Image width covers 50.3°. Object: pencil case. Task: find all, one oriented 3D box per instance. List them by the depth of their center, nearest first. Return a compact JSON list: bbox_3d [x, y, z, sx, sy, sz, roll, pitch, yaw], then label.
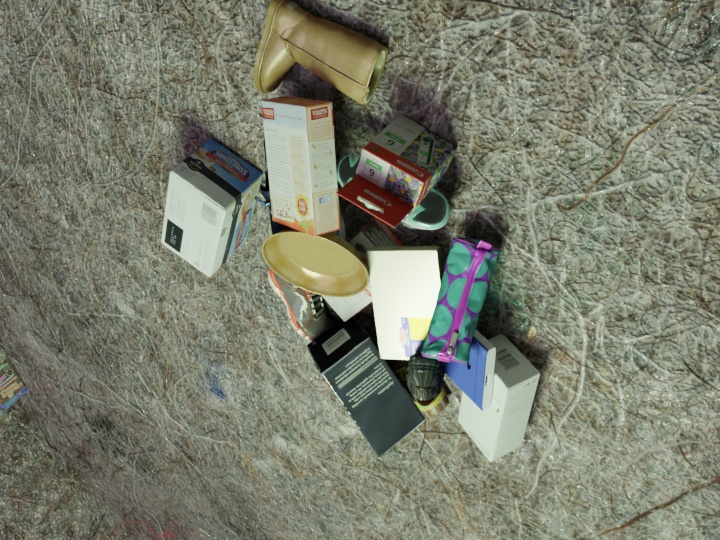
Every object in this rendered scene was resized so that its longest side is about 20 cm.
[{"bbox_3d":[0.162,0.050,1.237,0.083,0.092,0.206,15,92,-3],"label":"pencil case"}]

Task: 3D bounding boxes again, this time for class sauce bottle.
[{"bbox_3d":[0.098,0.192,1.495,0.064,0.065,0.202,-22,109,45],"label":"sauce bottle"}]

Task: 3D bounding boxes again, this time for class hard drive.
[{"bbox_3d":[0.163,0.133,1.350,0.200,0.025,0.135,44,145,46],"label":"hard drive"}]

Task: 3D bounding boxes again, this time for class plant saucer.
[{"bbox_3d":[-0.075,-0.021,1.336,0.195,0.036,0.202,14,151,8],"label":"plant saucer"}]

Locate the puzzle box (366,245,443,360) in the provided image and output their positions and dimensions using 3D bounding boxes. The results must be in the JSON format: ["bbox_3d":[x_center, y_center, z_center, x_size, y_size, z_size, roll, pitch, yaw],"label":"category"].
[{"bbox_3d":[0.084,0.058,1.315,0.130,0.025,0.206,1,110,23],"label":"puzzle box"}]

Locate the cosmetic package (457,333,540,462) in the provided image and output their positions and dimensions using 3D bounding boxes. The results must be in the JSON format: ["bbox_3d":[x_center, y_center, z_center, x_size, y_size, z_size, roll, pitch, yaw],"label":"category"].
[{"bbox_3d":[0.244,0.230,1.375,0.113,0.079,0.204,47,146,42],"label":"cosmetic package"}]

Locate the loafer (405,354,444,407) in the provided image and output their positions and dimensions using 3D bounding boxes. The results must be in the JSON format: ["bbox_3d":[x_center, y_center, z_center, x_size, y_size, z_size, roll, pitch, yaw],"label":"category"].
[{"bbox_3d":[0.110,0.202,1.347,0.071,0.074,0.200,4,164,12],"label":"loafer"}]

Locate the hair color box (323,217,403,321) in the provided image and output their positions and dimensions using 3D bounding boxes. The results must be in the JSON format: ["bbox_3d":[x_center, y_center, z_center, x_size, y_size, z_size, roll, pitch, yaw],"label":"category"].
[{"bbox_3d":[0.000,0.000,1.413,0.111,0.064,0.199,48,139,-3],"label":"hair color box"}]

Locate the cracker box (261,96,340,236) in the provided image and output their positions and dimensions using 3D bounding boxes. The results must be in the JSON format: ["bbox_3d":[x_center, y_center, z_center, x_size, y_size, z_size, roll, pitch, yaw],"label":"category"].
[{"bbox_3d":[-0.096,-0.171,1.237,0.133,0.057,0.206,22,122,50],"label":"cracker box"}]

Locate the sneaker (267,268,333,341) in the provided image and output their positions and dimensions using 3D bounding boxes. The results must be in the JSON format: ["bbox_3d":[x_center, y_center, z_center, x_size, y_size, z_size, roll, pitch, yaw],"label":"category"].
[{"bbox_3d":[-0.106,0.061,1.537,0.081,0.077,0.202,-26,107,39],"label":"sneaker"}]

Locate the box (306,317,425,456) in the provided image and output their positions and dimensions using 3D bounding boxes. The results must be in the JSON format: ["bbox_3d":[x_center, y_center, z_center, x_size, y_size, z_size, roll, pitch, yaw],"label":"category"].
[{"bbox_3d":[0.006,0.213,1.476,0.202,0.116,0.197,56,176,-15],"label":"box"}]

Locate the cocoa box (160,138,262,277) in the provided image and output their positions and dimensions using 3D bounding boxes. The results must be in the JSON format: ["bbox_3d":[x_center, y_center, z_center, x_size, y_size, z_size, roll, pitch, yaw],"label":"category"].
[{"bbox_3d":[-0.289,-0.120,1.481,0.132,0.132,0.202,33,137,8],"label":"cocoa box"}]

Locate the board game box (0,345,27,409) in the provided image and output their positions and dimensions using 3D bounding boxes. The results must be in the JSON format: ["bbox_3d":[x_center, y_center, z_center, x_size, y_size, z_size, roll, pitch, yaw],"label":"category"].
[{"bbox_3d":[-1.272,0.356,2.642,0.156,0.097,0.204,7,127,32],"label":"board game box"}]

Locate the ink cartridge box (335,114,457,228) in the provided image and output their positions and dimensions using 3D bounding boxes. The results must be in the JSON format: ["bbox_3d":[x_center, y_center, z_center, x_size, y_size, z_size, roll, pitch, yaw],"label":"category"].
[{"bbox_3d":[0.057,-0.152,1.140,0.107,0.200,0.051,30,132,11],"label":"ink cartridge box"}]

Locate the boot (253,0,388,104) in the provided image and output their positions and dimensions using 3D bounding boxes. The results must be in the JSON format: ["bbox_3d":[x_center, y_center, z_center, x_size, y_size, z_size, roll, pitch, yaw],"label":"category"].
[{"bbox_3d":[-0.069,-0.315,1.206,0.197,0.066,0.177,31,138,10],"label":"boot"}]

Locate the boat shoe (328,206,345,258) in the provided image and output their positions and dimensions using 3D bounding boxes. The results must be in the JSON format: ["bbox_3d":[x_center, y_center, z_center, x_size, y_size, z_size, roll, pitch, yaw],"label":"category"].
[{"bbox_3d":[-0.076,-0.114,1.340,0.073,0.064,0.206,11,115,53],"label":"boat shoe"}]

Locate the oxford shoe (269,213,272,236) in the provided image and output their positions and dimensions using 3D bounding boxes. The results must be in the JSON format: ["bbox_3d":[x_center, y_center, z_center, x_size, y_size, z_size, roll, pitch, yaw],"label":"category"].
[{"bbox_3d":[-0.129,-0.131,1.412,0.075,0.057,0.205,33,126,39],"label":"oxford shoe"}]

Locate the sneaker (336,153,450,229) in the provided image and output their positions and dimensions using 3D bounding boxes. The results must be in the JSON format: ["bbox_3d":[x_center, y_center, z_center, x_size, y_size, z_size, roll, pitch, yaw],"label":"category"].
[{"bbox_3d":[0.055,-0.115,1.247,0.197,0.079,0.140,30,180,10],"label":"sneaker"}]

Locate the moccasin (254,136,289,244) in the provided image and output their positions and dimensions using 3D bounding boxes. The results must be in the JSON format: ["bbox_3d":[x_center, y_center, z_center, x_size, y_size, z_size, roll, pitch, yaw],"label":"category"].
[{"bbox_3d":[-0.150,-0.144,1.340,0.079,0.067,0.206,13,112,41],"label":"moccasin"}]
